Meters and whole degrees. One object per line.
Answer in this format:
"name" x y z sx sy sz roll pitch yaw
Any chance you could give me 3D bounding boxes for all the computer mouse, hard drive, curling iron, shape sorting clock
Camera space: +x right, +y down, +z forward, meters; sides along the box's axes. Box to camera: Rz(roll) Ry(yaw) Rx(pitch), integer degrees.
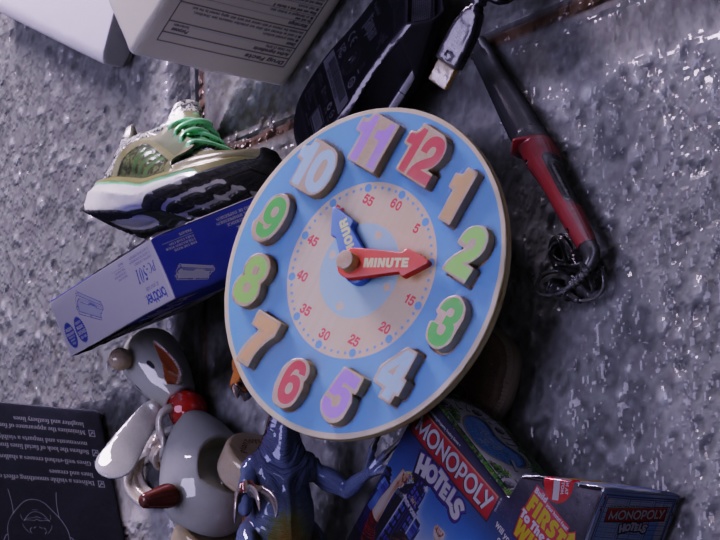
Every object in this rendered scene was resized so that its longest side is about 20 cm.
"computer mouse" 0.035 -0.130 1.505 0.200 0.046 0.141 -55 29 19
"hard drive" -0.217 -0.242 1.883 0.200 0.027 0.133 28 105 52
"curling iron" 0.096 -0.062 1.436 0.050 0.025 0.201 -46 49 33
"shape sorting clock" 0.000 0.000 1.439 0.199 0.039 0.201 -14 63 29

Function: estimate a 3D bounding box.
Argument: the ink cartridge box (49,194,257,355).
"ink cartridge box" -0.126 0.004 1.619 0.200 0.094 0.044 -27 86 62

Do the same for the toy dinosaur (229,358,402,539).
"toy dinosaur" -0.063 0.143 1.524 0.200 0.105 0.183 -26 70 48

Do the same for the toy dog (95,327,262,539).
"toy dog" -0.130 0.115 1.640 0.200 0.096 0.133 27 104 51

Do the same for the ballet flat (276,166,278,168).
"ballet flat" 0.009 -0.026 1.513 0.200 0.063 0.068 22 100 52

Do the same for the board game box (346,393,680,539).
"board game box" 0.084 0.168 1.377 0.200 0.061 0.201 52 123 42

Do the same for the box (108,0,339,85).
"box" -0.068 -0.236 1.603 0.200 0.127 0.109 -53 45 31

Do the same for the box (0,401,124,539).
"box" -0.252 0.203 1.742 0.107 0.148 0.201 -41 52 41

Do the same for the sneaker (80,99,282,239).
"sneaker" -0.122 -0.079 1.695 0.199 0.077 0.089 -8 69 50

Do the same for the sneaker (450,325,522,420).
"sneaker" 0.012 0.052 1.484 0.199 0.075 0.071 12 92 53
